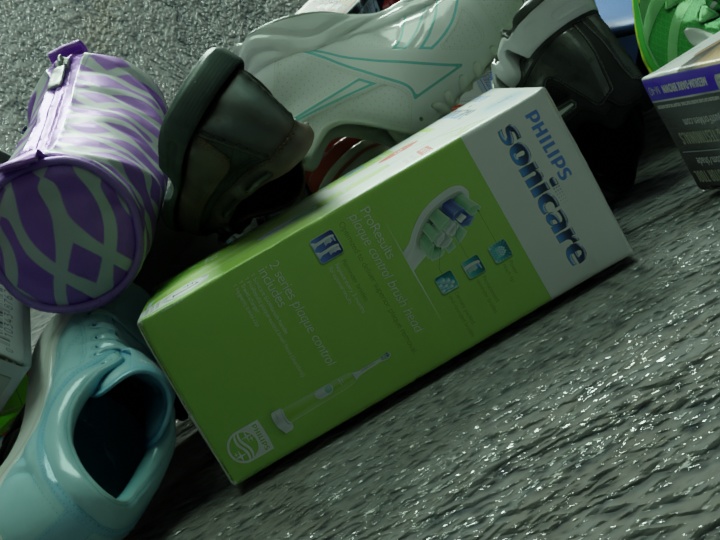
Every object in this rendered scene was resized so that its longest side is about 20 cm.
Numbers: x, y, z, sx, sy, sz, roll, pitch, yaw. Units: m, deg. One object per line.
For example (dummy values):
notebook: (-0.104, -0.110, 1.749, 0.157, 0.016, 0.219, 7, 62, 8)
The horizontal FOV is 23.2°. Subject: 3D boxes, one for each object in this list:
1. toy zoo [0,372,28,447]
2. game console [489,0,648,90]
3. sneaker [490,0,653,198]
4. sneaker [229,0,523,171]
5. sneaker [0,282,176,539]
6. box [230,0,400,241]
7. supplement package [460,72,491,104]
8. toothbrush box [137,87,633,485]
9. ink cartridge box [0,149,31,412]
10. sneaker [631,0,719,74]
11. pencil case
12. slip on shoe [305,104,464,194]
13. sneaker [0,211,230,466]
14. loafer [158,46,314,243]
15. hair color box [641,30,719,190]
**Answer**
toy zoo: (-0.167, 0.073, 1.018, 0.200, 0.020, 0.131, -17, -12, -36)
game console: (0.175, -0.128, 1.034, 0.118, 0.171, 0.200, 26, 42, 29)
sneaker: (0.100, -0.061, 0.913, 0.066, 0.091, 0.200, -32, -18, -23)
sneaker: (0.034, -0.108, 0.929, 0.200, 0.080, 0.070, -19, -14, -5)
sneaker: (-0.106, 0.061, 0.785, 0.082, 0.074, 0.200, -36, 26, 27)
box: (-0.024, -0.077, 1.047, 0.040, 0.137, 0.200, 5, 36, 28)
supplement package: (0.110, -0.206, 1.307, 0.147, 0.200, 0.191, -31, 8, -4)
toothbrush box: (0.006, 0.000, 0.803, 0.200, 0.086, 0.146, -29, 7, 0)
ink cartridge box: (-0.232, 0.060, 0.898, 0.200, 0.047, 0.198, -52, 29, 20)
sneaker: (0.165, -0.154, 0.863, 0.074, 0.200, 0.084, -15, -32, -5)
pencil case: (-0.139, -0.052, 0.878, 0.084, 0.086, 0.200, -16, 23, 2)
slip on shoe: (0.024, -0.075, 1.024, 0.200, 0.061, 0.074, -15, -35, -57)
sneaker: (-0.118, 0.055, 0.910, 0.200, 0.079, 0.075, -58, 9, -26)
loafer: (-0.055, -0.045, 0.832, 0.072, 0.063, 0.200, -59, -4, -9)
hair color box: (0.232, -0.110, 0.745, 0.200, 0.065, 0.109, -34, 9, -12)
